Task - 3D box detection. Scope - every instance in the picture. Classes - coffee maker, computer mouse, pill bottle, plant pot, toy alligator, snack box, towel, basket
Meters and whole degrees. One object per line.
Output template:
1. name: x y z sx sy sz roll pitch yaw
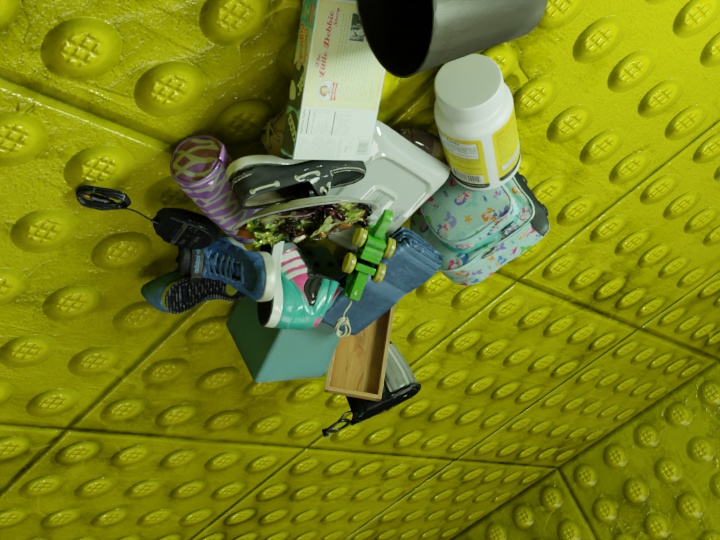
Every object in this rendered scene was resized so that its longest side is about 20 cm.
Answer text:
1. coffee maker: -0.012 0.166 1.672 0.192 0.200 0.135 -17 161 -30
2. computer mouse: -0.286 -0.079 1.244 0.200 0.034 0.059 22 139 -28
3. pill bottle: 0.169 -0.214 1.333 0.114 0.114 0.200 -26 150 0
4. plant pot: -0.110 0.063 1.528 0.141 0.141 0.200 -1 133 -36
5. toy alligator: 0.000 0.000 1.353 0.059 0.054 0.200 19 100 -15
6. snack box: -0.028 -0.238 1.140 0.116 0.037 0.201 -3 114 -34
7. towel: 0.026 0.018 1.428 0.200 0.049 0.112 -40 136 19
8. basket: 0.116 -0.328 1.092 0.200 0.181 0.136 -14 -179 -34

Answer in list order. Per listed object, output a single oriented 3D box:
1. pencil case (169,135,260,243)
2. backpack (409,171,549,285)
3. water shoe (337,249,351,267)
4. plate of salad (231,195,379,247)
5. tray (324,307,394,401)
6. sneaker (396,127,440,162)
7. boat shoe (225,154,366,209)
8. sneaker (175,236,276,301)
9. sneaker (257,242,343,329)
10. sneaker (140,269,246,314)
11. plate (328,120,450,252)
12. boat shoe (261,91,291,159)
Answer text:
1. pencil case: -0.182 -0.107 1.259 0.085 0.084 0.200 4 160 23
2. backpack: 0.179 -0.082 1.477 0.200 0.178 0.150 -41 145 19
3. water shoe: 0.019 -0.022 1.536 0.079 0.072 0.200 -20 175 -31
4. plate of salad: -0.071 -0.060 1.219 0.199 0.048 0.200 -10 173 -1
5. tray: 0.001 0.122 1.611 0.098 0.201 0.037 10 162 -2
6. sneaker: 0.039 -0.142 1.409 0.075 0.071 0.200 19 124 -29
7. boat shoe: -0.076 -0.116 1.202 0.200 0.060 0.074 -5 153 -32
8. sneaker: -0.202 -0.005 1.315 0.111 0.200 0.077 1 108 -30
9. sneaker: -0.087 0.010 1.374 0.120 0.200 0.084 16 137 -23
10. sneaker: -0.251 0.017 1.436 0.200 0.078 0.066 -15 114 -47
11. plate: 0.017 -0.106 1.343 0.200 0.032 0.200 -45 141 18
12. boat shoe: -0.102 -0.174 1.236 0.065 0.072 0.200 1 148 -12
